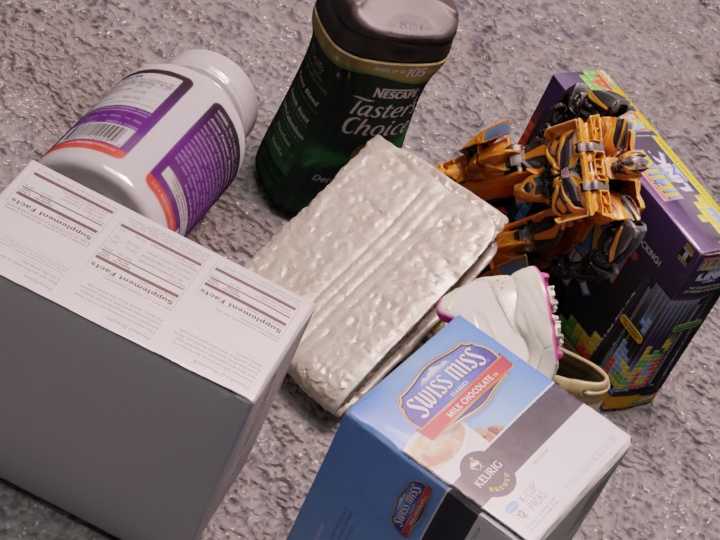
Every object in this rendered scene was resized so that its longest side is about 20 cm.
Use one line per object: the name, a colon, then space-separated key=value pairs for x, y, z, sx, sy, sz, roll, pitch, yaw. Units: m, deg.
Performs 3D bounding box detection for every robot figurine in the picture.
robot figurine: x=0.130 y=-0.054 z=1.397 sx=0.058 sy=0.200 sz=0.145 roll=2 pitch=76 yaw=-36

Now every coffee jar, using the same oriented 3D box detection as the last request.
coffee jar: x=-0.003 y=-0.135 z=1.435 sx=0.104 sy=0.200 sz=0.085 roll=0 pitch=45 yaw=-26

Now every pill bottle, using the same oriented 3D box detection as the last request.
pill bottle: x=-0.150 y=-0.080 z=1.370 sx=0.111 sy=0.111 sz=0.200 roll=29 pitch=39 yaw=6

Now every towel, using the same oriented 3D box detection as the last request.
towel: x=0.000 y=0.000 z=1.361 sx=0.133 sy=0.034 sz=0.200 roll=36 pitch=66 yaw=23

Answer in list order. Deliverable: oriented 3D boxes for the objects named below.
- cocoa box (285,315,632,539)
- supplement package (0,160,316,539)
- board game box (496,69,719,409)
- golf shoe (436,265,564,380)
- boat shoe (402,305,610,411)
cocoa box: x=0.043 y=0.155 z=1.133 sx=0.131 sy=0.200 sz=0.133 roll=36 pitch=40 yaw=15
supplement package: x=-0.157 y=0.059 z=1.176 sx=0.200 sy=0.156 sz=0.111 roll=27 pitch=37 yaw=4
board game box: x=0.182 y=-0.024 z=1.434 sx=0.057 sy=0.165 sz=0.200 roll=-8 pitch=48 yaw=-34
golf shoe: x=0.100 y=0.099 z=1.306 sx=0.091 sy=0.075 sz=0.200 roll=-6 pitch=74 yaw=1
boat shoe: x=0.085 y=0.049 z=1.382 sx=0.201 sy=0.063 sz=0.073 roll=34 pitch=40 yaw=12
